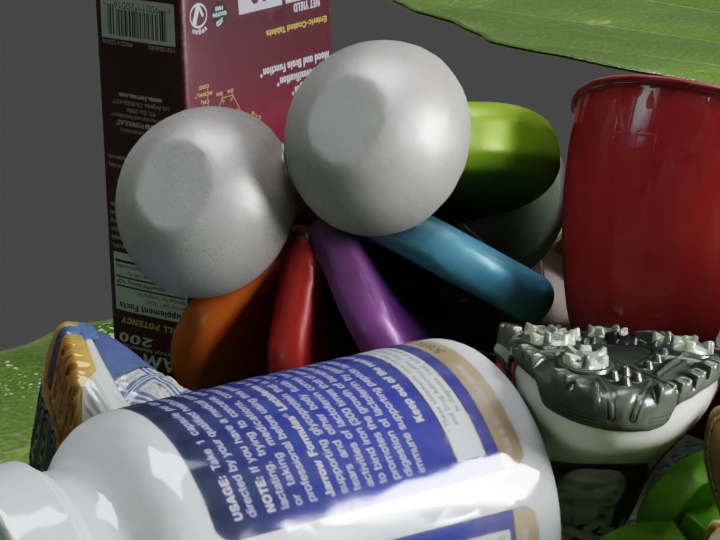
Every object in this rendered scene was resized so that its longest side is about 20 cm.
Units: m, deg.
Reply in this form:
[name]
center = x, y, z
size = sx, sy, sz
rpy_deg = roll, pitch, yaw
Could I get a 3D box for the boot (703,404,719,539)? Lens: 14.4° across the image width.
[boot]
center = 0.092, 0.115, 0.919
size = 0.154, 0.073, 0.201
rpy_deg = -6, 39, -4

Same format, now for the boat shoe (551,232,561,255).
[boat shoe]
center = 0.143, -0.041, 1.372
size = 0.073, 0.070, 0.200
rpy_deg = 27, -19, -11

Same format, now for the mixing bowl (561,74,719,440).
[mixing bowl]
center = 0.162, 0.011, 1.193
size = 0.199, 0.109, 0.200
rpy_deg = 22, -13, 5

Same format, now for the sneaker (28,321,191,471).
[sneaker]
center = -0.078, 0.080, 1.158
size = 0.088, 0.076, 0.200
rpy_deg = 4, 19, -22

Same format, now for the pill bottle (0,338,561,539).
[pill bottle]
center = -0.040, 0.096, 0.979
size = 0.199, 0.117, 0.116
rpy_deg = -11, 18, -30

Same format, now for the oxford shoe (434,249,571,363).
[oxford shoe]
center = 0.071, 0.005, 1.352
size = 0.198, 0.085, 0.073
rpy_deg = 0, 14, 4

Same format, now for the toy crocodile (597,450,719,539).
[toy crocodile]
center = 0.154, 0.099, 1.053
size = 0.199, 0.062, 0.068
rpy_deg = -16, 52, -46

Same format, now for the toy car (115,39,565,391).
[toy car]
center = 0.000, 0.000, 1.242
size = 0.199, 0.151, 0.175
rpy_deg = -19, -20, 20

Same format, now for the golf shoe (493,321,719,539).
[golf shoe]
center = 0.090, 0.063, 1.053
size = 0.077, 0.089, 0.200
rpy_deg = 4, -1, -1

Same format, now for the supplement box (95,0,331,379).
[supplement box]
center = -0.066, -0.055, 1.366
size = 0.061, 0.201, 0.109
rpy_deg = 11, 21, 38

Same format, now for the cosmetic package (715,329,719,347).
[cosmetic package]
center = 0.244, 0.044, 1.058
size = 0.199, 0.073, 0.104
rpy_deg = 13, 30, -16
